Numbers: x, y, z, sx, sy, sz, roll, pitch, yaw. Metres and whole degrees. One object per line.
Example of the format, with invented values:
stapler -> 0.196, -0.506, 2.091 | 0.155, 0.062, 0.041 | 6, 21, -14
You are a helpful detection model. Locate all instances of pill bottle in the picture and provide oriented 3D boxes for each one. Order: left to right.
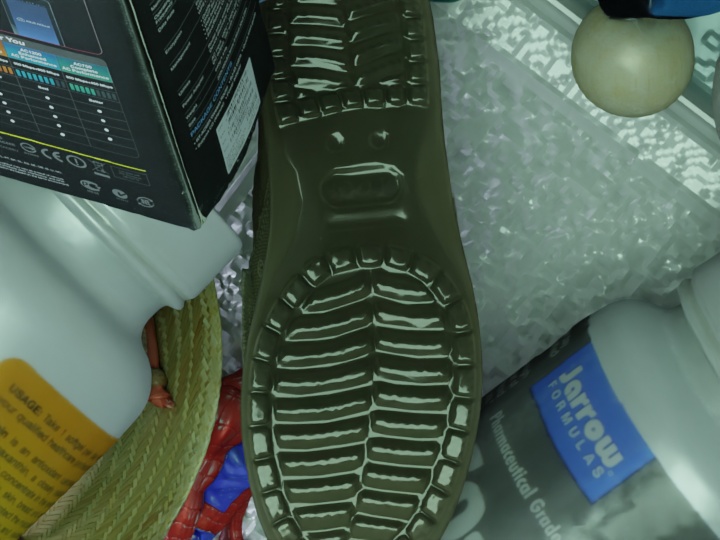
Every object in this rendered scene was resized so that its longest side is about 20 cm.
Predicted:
pill bottle -> -0.134, 0.034, 0.767 | 0.200, 0.111, 0.111 | -45, 93, -3
pill bottle -> 0.078, 0.081, 0.829 | 0.200, 0.114, 0.114 | -38, 95, 15

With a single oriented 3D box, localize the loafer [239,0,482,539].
loafer -> 0.000, 0.000, 0.802 | 0.076, 0.067, 0.200 | 2, 84, 1

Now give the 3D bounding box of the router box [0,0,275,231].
router box -> -0.132, -0.097, 0.682 | 0.200, 0.150, 0.062 | 16, 64, 16

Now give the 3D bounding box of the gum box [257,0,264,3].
gum box -> -0.125, -0.136, 0.725 | 0.200, 0.045, 0.170 | 36, 152, -26

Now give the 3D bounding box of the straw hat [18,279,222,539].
straw hat -> -0.127, 0.057, 0.864 | 0.201, 0.085, 0.201 | -4, 72, 13

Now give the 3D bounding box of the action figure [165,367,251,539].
action figure -> -0.064, 0.095, 0.882 | 0.052, 0.065, 0.200 | 38, 109, 12

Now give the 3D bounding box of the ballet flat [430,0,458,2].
ballet flat -> -0.050, -0.130, 0.836 | 0.200, 0.067, 0.062 | 9, 75, 3

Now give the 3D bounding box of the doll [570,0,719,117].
doll -> 0.089, -0.131, 0.762 | 0.048, 0.136, 0.200 | -16, 131, -26

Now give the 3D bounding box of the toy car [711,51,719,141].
toy car -> 0.210, -0.065, 0.755 | 0.150, 0.175, 0.200 | -17, 137, -25
